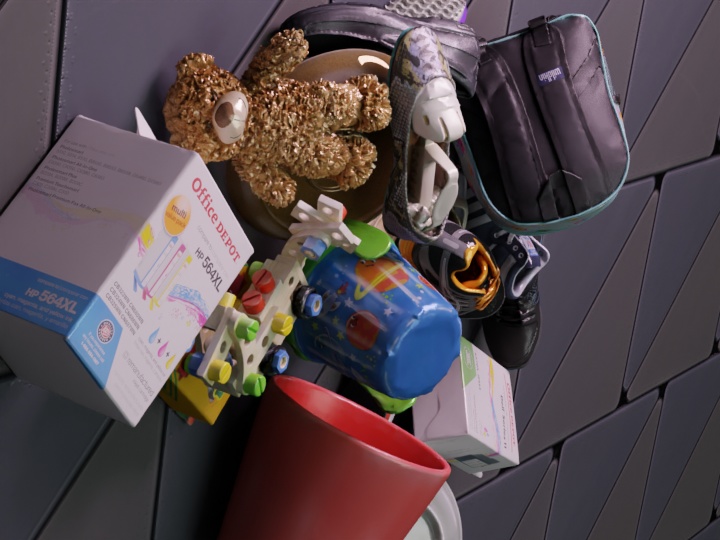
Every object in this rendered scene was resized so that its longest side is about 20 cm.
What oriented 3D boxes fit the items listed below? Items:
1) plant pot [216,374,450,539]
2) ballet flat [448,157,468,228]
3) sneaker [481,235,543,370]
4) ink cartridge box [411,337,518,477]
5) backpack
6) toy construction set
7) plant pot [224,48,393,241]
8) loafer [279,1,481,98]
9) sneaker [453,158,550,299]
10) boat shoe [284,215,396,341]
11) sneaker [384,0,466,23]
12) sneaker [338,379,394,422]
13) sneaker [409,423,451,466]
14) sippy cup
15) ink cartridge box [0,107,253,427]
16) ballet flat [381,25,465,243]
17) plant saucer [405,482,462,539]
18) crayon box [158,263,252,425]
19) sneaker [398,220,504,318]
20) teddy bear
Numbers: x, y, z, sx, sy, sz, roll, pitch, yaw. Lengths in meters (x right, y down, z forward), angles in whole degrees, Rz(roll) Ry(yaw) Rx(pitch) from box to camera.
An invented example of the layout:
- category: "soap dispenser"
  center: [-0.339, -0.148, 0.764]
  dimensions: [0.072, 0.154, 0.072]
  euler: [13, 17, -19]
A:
- category: "plant pot"
  center: [-0.039, 0.221, 1.602]
  dimensions: [0.200, 0.200, 0.178]
  euler: [21, 99, -60]
- category: "ballet flat"
  center: [0.076, -0.082, 1.729]
  dimensions: [0.070, 0.069, 0.201]
  euler: [-53, 146, -29]
- category: "sneaker"
  center: [0.168, 0.019, 1.921]
  dimensions: [0.082, 0.073, 0.202]
  euler: [-40, 131, -71]
- category: "ink cartridge box"
  center: [0.124, 0.157, 1.893]
  dimensions: [0.200, 0.067, 0.118]
  euler: [36, 46, -59]
- category: "backpack"
  center: [0.180, -0.135, 1.715]
  dimensions: [0.153, 0.175, 0.201]
  euler: [88, -17, -76]
- category: "toy construction set"
  center: [-0.083, 0.024, 1.409]
  dimensions: [0.200, 0.092, 0.131]
  euler: [-47, 145, -19]
- category: "plant pot"
  center: [-0.023, -0.102, 1.495]
  dimensions: [0.199, 0.028, 0.201]
  euler: [-17, 133, -19]
- category: "loafer"
  center: [0.022, -0.194, 1.509]
  dimensions: [0.199, 0.068, 0.071]
  euler: [4, 72, -29]
- category: "sneaker"
  center: [0.156, -0.066, 1.828]
  dimensions: [0.070, 0.108, 0.201]
  euler: [-9, 113, -57]
- category: "boat shoe"
  center: [0.000, 0.000, 1.649]
  dimensions: [0.200, 0.065, 0.072]
  euler: [-54, 146, -28]
- category: "sneaker"
  center: [0.036, -0.182, 1.619]
  dimensions: [0.200, 0.069, 0.100]
  euler: [-52, 152, -24]
- category: "sneaker"
  center: [0.035, 0.116, 1.768]
  dimensions: [0.108, 0.067, 0.203]
  euler: [19, 86, -58]
- category: "sneaker"
  center: [0.051, 0.251, 1.888]
  dimensions: [0.066, 0.078, 0.202]
  euler: [29, 62, -45]
- category: "sippy cup"
  center: [0.018, 0.047, 1.517]
  dimensions: [0.178, 0.130, 0.140]
  euler: [31, 93, -50]
- category: "ink cartridge box"
  center: [-0.186, -0.011, 1.277]
  dimensions: [0.201, 0.125, 0.129]
  euler: [-57, 147, -23]
- category: "ballet flat"
  center: [0.061, -0.112, 1.467]
  dimensions: [0.072, 0.072, 0.202]
  euler: [-34, 136, -47]
- category: "plant saucer"
  center: [0.034, 0.289, 1.780]
  dimensions: [0.199, 0.050, 0.202]
  euler: [0, 89, -31]
- category: "crayon box"
  center: [-0.141, 0.045, 1.456]
  dimensions: [0.127, 0.051, 0.200]
  euler: [-61, 149, -19]
- category: "sneaker"
  center: [0.108, 0.006, 1.715]
  dimensions: [0.079, 0.077, 0.200]
  euler: [-61, 148, -6]
- category: "teddy bear"
  center: [-0.062, -0.121, 1.393]
  dimensions: [0.199, 0.067, 0.145]
  euler: [25, 108, -36]
